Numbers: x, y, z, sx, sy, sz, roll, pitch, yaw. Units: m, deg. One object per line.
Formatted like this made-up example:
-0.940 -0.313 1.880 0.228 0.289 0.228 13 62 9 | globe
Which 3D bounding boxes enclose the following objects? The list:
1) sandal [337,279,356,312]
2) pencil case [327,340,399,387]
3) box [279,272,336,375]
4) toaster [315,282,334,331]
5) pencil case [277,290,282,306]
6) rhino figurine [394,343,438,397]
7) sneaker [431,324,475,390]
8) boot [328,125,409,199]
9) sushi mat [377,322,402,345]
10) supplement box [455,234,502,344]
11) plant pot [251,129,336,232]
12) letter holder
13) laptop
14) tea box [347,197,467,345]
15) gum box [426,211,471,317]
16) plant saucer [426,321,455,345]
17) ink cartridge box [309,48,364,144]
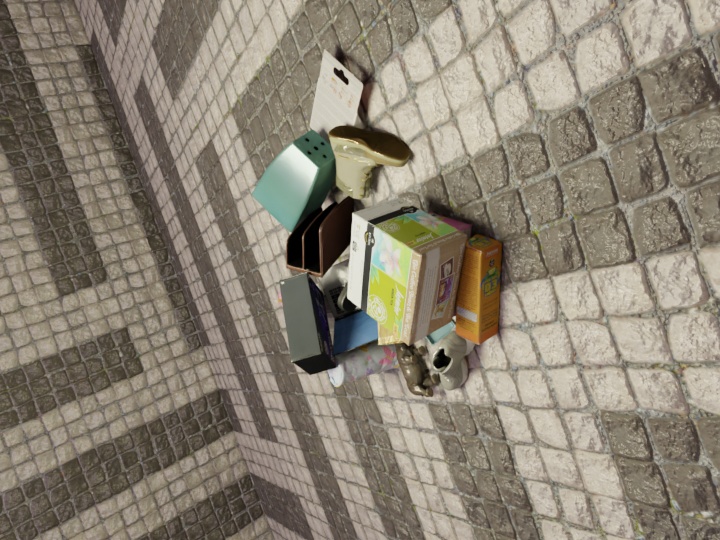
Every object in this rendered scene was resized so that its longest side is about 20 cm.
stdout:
-0.001 0.000 1.255 0.048 0.202 0.075 26 171 42 | sandal
0.011 0.231 1.349 0.083 0.197 0.093 18 117 58 | pencil case
-0.125 0.129 1.261 0.141 0.078 0.203 55 -160 -64 | box
-0.091 0.103 1.474 0.200 0.127 0.115 -50 48 54 | toaster
-0.187 0.116 1.684 0.199 0.082 0.088 31 133 45 | pencil case
0.122 0.217 1.305 0.087 0.059 0.203 -36 75 59 | rhino figurine
0.188 0.205 1.162 0.076 0.091 0.202 40 146 35 | sneaker
0.021 -0.229 1.188 0.197 0.072 0.156 22 139 24 | boot
0.082 0.065 1.205 0.094 0.012 0.204 -7 76 20 | sushi mat
0.230 0.038 1.039 0.068 0.066 0.203 23 126 48 | supplement box
-0.145 -0.229 1.292 0.141 0.141 0.200 43 137 1 | plant pot
-0.096 -0.102 1.298 0.099 0.200 0.144 14 124 17 | letter holder
-0.006 0.069 1.275 0.185 0.116 0.203 -22 88 15 | laptop
0.085 -0.003 1.042 0.196 0.132 0.203 33 132 39 | tea box
0.166 -0.006 1.107 0.113 0.065 0.203 26 127 46 | gum box
0.134 0.072 1.211 0.201 0.070 0.019 54 -174 22 | plant saucer
-0.045 -0.381 1.231 0.161 0.050 0.202 49 140 28 | ink cartridge box
